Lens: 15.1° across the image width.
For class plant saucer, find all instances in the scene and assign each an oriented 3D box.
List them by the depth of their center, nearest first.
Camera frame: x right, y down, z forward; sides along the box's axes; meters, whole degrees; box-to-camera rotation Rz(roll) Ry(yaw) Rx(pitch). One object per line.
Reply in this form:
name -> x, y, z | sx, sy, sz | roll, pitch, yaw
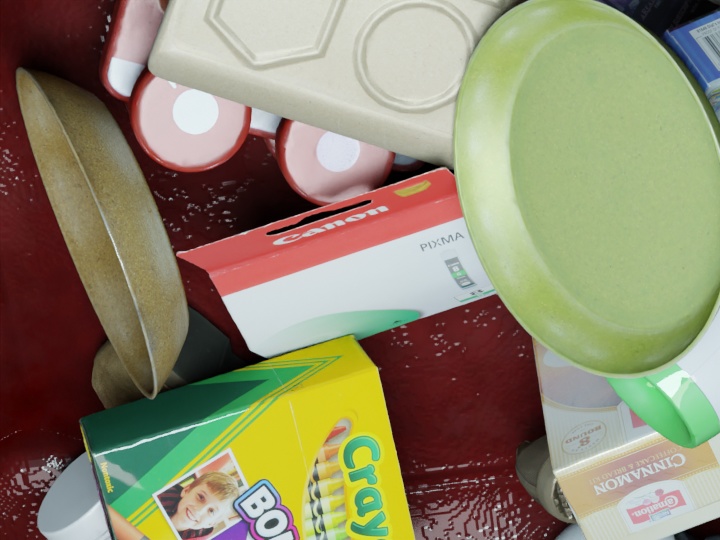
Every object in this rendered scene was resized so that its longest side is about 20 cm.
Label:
plant saucer -> 0.125, -0.045, 1.392 | 0.031, 0.200, 0.200 | -19, 130, -37
plant saucer -> -0.140, -0.027, 1.529 | 0.035, 0.200, 0.200 | -23, 121, -12

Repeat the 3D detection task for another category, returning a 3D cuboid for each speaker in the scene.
speaker -> 0.220, 0.001, 1.461 | 0.200, 0.088, 0.088 | -44, 117, -13

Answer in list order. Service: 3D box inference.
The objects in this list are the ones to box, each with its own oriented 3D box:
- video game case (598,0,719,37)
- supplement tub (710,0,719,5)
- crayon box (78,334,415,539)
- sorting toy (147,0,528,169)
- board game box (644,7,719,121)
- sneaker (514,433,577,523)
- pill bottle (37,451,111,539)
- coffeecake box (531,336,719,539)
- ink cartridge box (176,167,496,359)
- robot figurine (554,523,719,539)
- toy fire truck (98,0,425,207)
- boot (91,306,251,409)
video game case -> 0.132, -0.197, 1.481 | 0.200, 0.019, 0.143 | 37, 76, -22
supplement tub -> 0.242, -0.242, 1.416 | 0.200, 0.145, 0.145 | -28, 119, -3
crayon box -> -0.058, 0.159, 1.617 | 0.172, 0.058, 0.200 | -16, 115, -9
sorting toy -> 0.004, -0.161, 1.423 | 0.185, 0.036, 0.200 | 17, 119, -13
board game box -> 0.215, -0.092, 1.472 | 0.200, 0.043, 0.199 | -24, 159, -28
sneaker -> 0.188, 0.090, 1.682 | 0.200, 0.076, 0.070 | -18, 115, -16
pill bottle -> -0.108, 0.197, 1.708 | 0.104, 0.104, 0.200 | -36, 116, 18
coffeecake box -> 0.185, 0.059, 1.578 | 0.153, 0.200, 0.073 | -22, 119, 11
ink cartridge box -> 0.000, 0.000, 1.552 | 0.161, 0.200, 0.050 | -18, 81, 10
robot figurine -> 0.200, 0.232, 1.731 | 0.200, 0.125, 0.150 | 34, 91, -20
toy fire truck -> -0.043, -0.135, 1.517 | 0.200, 0.112, 0.168 | 13, 101, -11
boot -> -0.082, 0.102, 1.684 | 0.075, 0.074, 0.200 | -29, 115, 36
